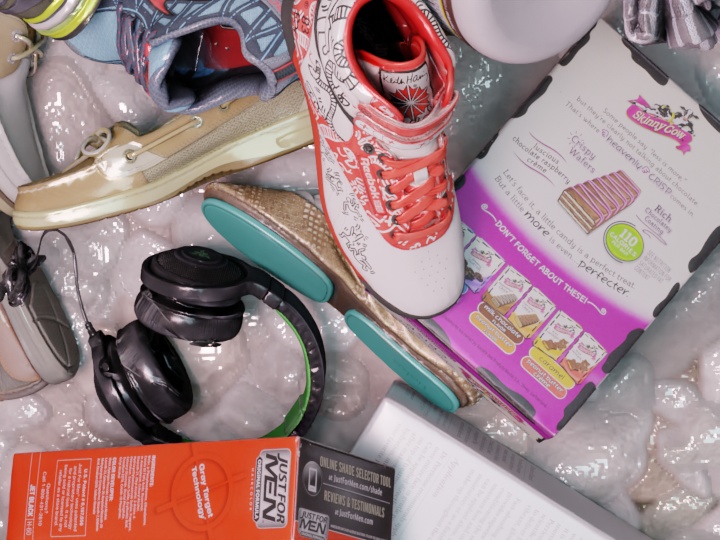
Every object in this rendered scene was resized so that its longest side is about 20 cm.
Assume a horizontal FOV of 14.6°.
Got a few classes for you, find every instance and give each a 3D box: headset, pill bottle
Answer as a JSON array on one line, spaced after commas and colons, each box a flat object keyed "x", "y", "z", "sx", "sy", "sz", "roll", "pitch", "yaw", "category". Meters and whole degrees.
[{"x": -0.115, "y": 0.042, "z": 1.614, "sx": 0.200, "sy": 0.094, "sz": 0.124, "roll": 31, "pitch": 107, "yaw": -8, "category": "headset"}, {"x": 0.043, "y": -0.195, "z": 1.487, "sx": 0.200, "sy": 0.109, "sz": 0.109, "roll": 39, "pitch": 102, "yaw": 44, "category": "pill bottle"}]

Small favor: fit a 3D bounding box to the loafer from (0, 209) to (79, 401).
[{"x": -0.235, "y": -0.016, "z": 1.640, "sx": 0.063, "sy": 0.072, "sz": 0.200, "roll": -25, "pitch": 97, "yaw": 15, "category": "loafer"}]

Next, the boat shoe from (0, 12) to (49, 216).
[{"x": -0.218, "y": -0.132, "z": 1.619, "sx": 0.068, "sy": 0.075, "sz": 0.200, "roll": -22, "pitch": 95, "yaw": 11, "category": "boat shoe"}]

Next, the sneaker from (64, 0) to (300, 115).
[{"x": -0.104, "y": -0.133, "z": 1.563, "sx": 0.200, "sy": 0.096, "sz": 0.079, "roll": 2, "pitch": 132, "yaw": 38, "category": "sneaker"}]

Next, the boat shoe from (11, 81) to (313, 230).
[{"x": -0.109, "y": -0.077, "z": 1.605, "sx": 0.200, "sy": 0.073, "sz": 0.063, "roll": -20, "pitch": 97, "yaw": -4, "category": "boat shoe"}]

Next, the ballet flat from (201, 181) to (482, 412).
[{"x": 0.000, "y": 0.000, "z": 1.628, "sx": 0.200, "sy": 0.071, "sz": 0.065, "roll": 39, "pitch": 72, "yaw": -3, "category": "ballet flat"}]

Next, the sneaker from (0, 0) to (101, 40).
[{"x": -0.180, "y": -0.234, "z": 1.577, "sx": 0.074, "sy": 0.081, "sz": 0.200, "roll": -6, "pitch": 77, "yaw": 45, "category": "sneaker"}]

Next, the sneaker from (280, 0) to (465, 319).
[{"x": 0.019, "y": -0.061, "z": 1.467, "sx": 0.067, "sy": 0.108, "sz": 0.202, "roll": -22, "pitch": 103, "yaw": -16, "category": "sneaker"}]

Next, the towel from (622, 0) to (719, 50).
[{"x": 0.169, "y": -0.216, "z": 1.524, "sx": 0.085, "sy": 0.166, "sz": 0.200, "roll": -10, "pitch": 95, "yaw": 2, "category": "towel"}]

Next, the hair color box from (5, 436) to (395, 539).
[{"x": -0.091, "y": 0.135, "z": 1.582, "sx": 0.200, "sy": 0.101, "sz": 0.061, "roll": -7, "pitch": 73, "yaw": 33, "category": "hair color box"}]

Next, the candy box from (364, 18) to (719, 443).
[{"x": 0.117, "y": -0.022, "z": 1.579, "sx": 0.136, "sy": 0.061, "sz": 0.200, "roll": 42, "pitch": 81, "yaw": -1, "category": "candy box"}]

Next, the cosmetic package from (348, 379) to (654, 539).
[{"x": 0.076, "y": 0.161, "z": 1.626, "sx": 0.200, "sy": 0.071, "sz": 0.102, "roll": 33, "pitch": 99, "yaw": 1, "category": "cosmetic package"}]

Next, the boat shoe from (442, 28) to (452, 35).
[{"x": -0.017, "y": -0.179, "z": 1.604, "sx": 0.200, "sy": 0.071, "sz": 0.065, "roll": 9, "pitch": 63, "yaw": 12, "category": "boat shoe"}]
